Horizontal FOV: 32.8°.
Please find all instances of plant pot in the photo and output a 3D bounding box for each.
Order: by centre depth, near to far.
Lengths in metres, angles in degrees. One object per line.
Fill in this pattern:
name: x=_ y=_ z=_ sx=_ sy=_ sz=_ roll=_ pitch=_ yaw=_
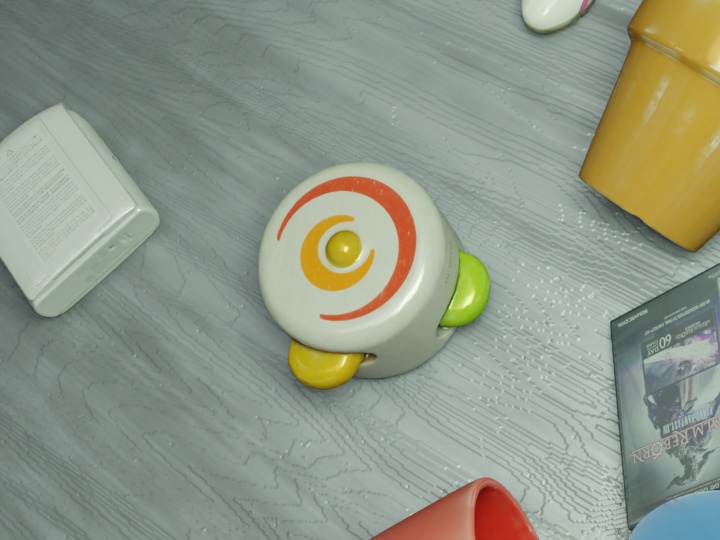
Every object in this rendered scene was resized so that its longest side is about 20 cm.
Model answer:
plant pot: x=0.057 y=0.293 z=1.004 sx=0.177 sy=0.200 sz=0.201 roll=-23 pitch=66 yaw=19
plant pot: x=0.293 y=-0.125 z=1.071 sx=0.200 sy=0.200 sz=0.184 roll=39 pitch=103 yaw=26

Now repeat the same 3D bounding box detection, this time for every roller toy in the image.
roller toy: x=0.000 y=0.000 z=1.142 sx=0.199 sy=0.140 sz=0.183 roll=-33 pitch=64 yaw=6

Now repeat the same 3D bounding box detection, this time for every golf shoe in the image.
golf shoe: x=0.221 y=-0.328 z=1.208 sx=0.072 sy=0.092 sz=0.200 roll=35 pitch=87 yaw=24

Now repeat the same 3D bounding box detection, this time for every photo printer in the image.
photo printer: x=-0.330 y=-0.074 z=1.317 sx=0.166 sy=0.069 sz=0.200 roll=-42 pitch=64 yaw=1

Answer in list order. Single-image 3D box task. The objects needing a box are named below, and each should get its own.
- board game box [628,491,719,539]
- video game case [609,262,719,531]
board game box: x=0.307 y=0.253 z=0.967 sx=0.200 sy=0.039 sz=0.158 roll=37 pitch=125 yaw=8
video game case: x=0.271 y=0.102 z=1.015 sx=0.143 sy=0.019 sz=0.201 roll=-35 pitch=41 yaw=43
